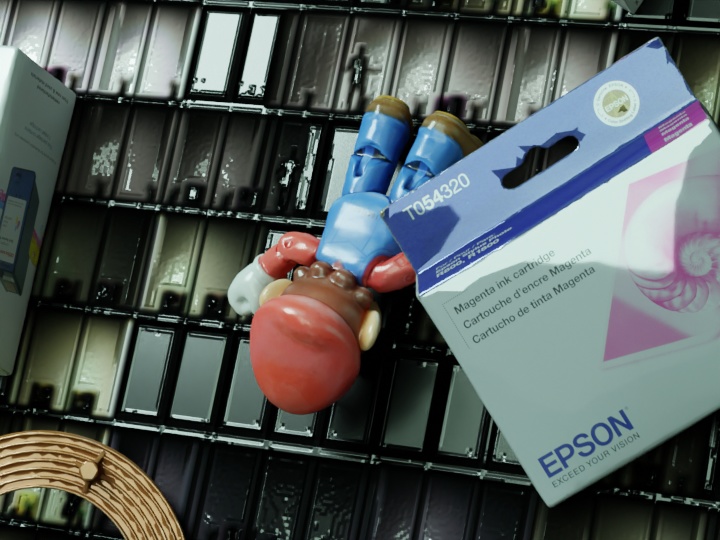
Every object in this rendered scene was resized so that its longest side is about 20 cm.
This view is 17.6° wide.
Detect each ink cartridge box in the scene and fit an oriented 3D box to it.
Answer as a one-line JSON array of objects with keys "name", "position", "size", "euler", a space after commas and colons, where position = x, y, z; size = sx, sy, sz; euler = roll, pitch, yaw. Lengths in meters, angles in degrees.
[{"name": "ink cartridge box", "position": [-0.285, -0.042, 1.511], "size": [0.145, 0.088, 0.200], "euler": [5, 74, 22]}, {"name": "ink cartridge box", "position": [0.139, 0.001, 1.324], "size": [0.196, 0.043, 0.200], "euler": [-33, 90, 10]}]

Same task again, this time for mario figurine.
[{"name": "mario figurine", "position": [0.000, 0.000, 1.411], "size": [0.123, 0.106, 0.200], "euler": [0, 58, 60]}]

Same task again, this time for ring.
[{"name": "ring", "position": [-0.201, 0.197, 1.422], "size": [0.200, 0.019, 0.201], "euler": [-1, 81, 9]}]

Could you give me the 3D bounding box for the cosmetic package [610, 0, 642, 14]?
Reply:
[{"name": "cosmetic package", "position": [0.186, -0.264, 1.419], "size": [0.083, 0.051, 0.200], "euler": [33, 88, 25]}]
